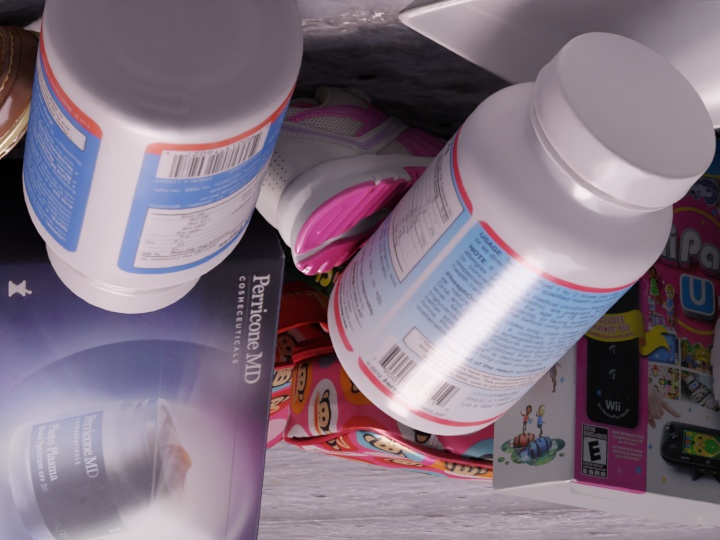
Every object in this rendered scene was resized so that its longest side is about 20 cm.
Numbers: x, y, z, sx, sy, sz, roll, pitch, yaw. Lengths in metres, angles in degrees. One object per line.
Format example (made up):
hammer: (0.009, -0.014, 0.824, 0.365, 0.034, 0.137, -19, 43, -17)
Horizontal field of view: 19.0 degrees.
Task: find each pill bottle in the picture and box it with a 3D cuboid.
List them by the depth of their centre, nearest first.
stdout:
pill bottle: (-0.096, -0.060, 0.977, 0.112, 0.112, 0.200, 5, 152, -12)
pill bottle: (0.075, -0.017, 1.002, 0.109, 0.109, 0.200, 11, 140, -28)

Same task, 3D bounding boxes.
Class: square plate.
square plate: (0.153, -0.114, 0.973, 0.198, 0.028, 0.200, -13, 158, 37)

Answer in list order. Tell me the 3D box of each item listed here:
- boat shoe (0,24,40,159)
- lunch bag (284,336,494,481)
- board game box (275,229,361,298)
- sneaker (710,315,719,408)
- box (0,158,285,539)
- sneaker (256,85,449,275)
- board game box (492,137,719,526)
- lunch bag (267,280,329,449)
boat shoe: (-0.235, -0.076, 1.048, 0.200, 0.072, 0.068, -15, 153, 36)
lunch bag: (0.059, 0.088, 1.300, 0.200, 0.082, 0.176, 11, 168, -22)
board game box: (0.000, 0.000, 1.194, 0.105, 0.023, 0.200, 12, -168, -34)
sneaker: (0.228, 0.012, 1.086, 0.076, 0.200, 0.081, 9, 164, -9)
box: (-0.152, 0.050, 1.149, 0.198, 0.123, 0.200, -2, 120, -15)
sneaker: (-0.001, -0.055, 1.108, 0.081, 0.088, 0.200, -47, 164, 15)
board game box: (0.147, 0.025, 1.129, 0.147, 0.200, 0.064, 13, 161, -34)
lunch bag: (-0.094, 0.068, 1.374, 0.200, 0.082, 0.176, -5, 151, -50)
